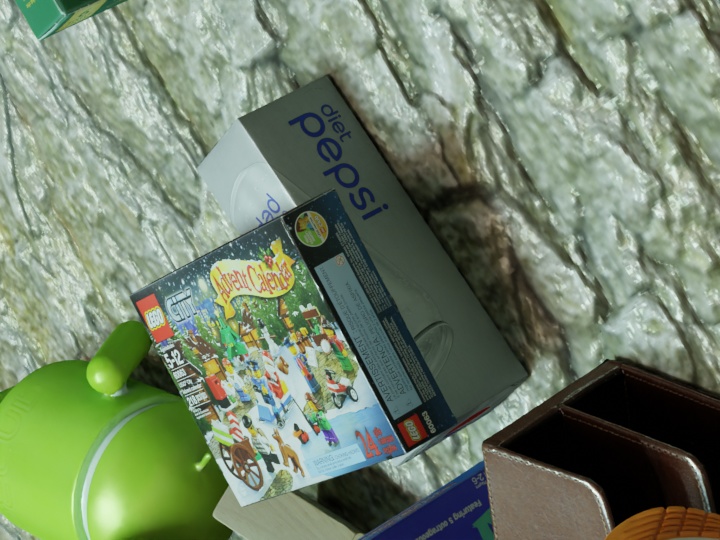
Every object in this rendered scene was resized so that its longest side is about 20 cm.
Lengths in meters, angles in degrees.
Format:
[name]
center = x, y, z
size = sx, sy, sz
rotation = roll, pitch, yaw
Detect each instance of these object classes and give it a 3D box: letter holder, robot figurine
[letter holder]
center = 0.155, 0.168, 1.468
size = 0.142, 0.101, 0.200
rotation = 19, 128, 43
[robot figurine]
center = -0.154, 0.124, 1.821
size = 0.200, 0.116, 0.176
rotation = 18, 119, 45

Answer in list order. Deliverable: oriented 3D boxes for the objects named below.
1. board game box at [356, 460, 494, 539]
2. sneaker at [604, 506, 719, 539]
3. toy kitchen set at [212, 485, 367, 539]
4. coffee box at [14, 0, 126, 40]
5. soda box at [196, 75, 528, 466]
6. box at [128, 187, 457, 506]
[board game box]
center = 0.070, 0.217, 1.565
size = 0.045, 0.152, 0.200
rotation = -29, 91, 56
[sneaker]
center = 0.210, 0.173, 1.380
size = 0.200, 0.076, 0.092
rotation = 11, 126, 16
[toy kitchen set]
center = -0.016, 0.257, 1.712
size = 0.180, 0.200, 0.163
rotation = 29, 176, 39
[coffee box]
center = -0.170, -0.234, 1.581
size = 0.200, 0.123, 0.044
rotation = 59, 145, 1
[soda box]
center = 0.000, 0.000, 1.575
size = 0.200, 0.068, 0.063
rotation = 57, 146, 8
[box]
center = -0.040, 0.046, 1.566
size = 0.137, 0.038, 0.200
rotation = 61, 150, -2
